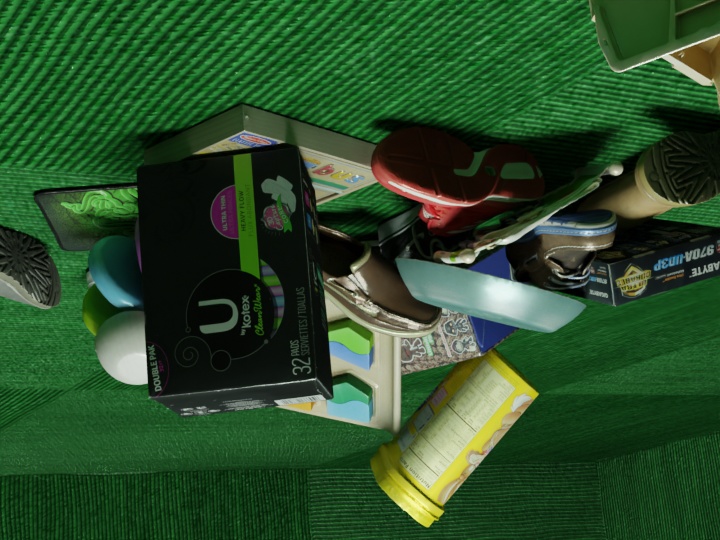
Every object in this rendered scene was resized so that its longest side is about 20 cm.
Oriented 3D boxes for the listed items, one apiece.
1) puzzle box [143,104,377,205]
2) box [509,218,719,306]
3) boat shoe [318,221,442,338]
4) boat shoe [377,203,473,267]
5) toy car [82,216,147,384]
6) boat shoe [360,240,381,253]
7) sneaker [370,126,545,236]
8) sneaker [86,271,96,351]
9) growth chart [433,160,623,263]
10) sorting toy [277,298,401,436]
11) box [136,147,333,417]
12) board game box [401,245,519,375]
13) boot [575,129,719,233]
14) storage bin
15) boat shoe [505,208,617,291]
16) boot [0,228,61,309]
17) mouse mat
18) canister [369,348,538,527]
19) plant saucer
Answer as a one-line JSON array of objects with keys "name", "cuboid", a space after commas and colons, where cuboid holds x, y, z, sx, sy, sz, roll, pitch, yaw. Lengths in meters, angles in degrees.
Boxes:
[{"name": "puzzle box", "cuboid": [-0.079, -0.097, 1.232, 0.132, 0.026, 0.199, -19, 160, 39]}, {"name": "box", "cuboid": [0.272, -0.016, 1.432, 0.157, 0.047, 0.199, -14, -167, -23]}, {"name": "boat shoe", "cuboid": [-0.002, 0.005, 1.426, 0.200, 0.075, 0.075, 25, 153, -2]}, {"name": "boat shoe", "cuboid": [0.081, -0.037, 1.432, 0.073, 0.069, 0.198, 5, 162, -35]}, {"name": "toy car", "cuboid": [-0.185, 0.008, 1.359, 0.197, 0.176, 0.151, -5, 131, 0]}, {"name": "boat shoe", "cuboid": [-0.029, 0.009, 1.579, 0.197, 0.061, 0.074, -12, 163, 24]}, {"name": "sneaker", "cuboid": [0.070, -0.067, 1.266, 0.198, 0.079, 0.115, 7, 149, -37]}, {"name": "sneaker", "cuboid": [-0.211, 0.050, 1.562, 0.197, 0.117, 0.074, -6, 164, -5]}, {"name": "growth chart", "cuboid": [0.158, -0.053, 1.293, 0.198, 0.018, 0.145, -30, -175, -14]}, {"name": "sorting toy", "cuboid": [-0.047, 0.103, 1.558, 0.197, 0.037, 0.187, 14, 130, 18]}, {"name": "box", "cuboid": [-0.107, 0.013, 1.187, 0.146, 0.203, 0.124, -7, 166, 4]}, {"name": "board game box", "cuboid": [0.081, 0.051, 1.600, 0.198, 0.098, 0.159, -17, -174, 36]}, {"name": "boot", "cuboid": [0.275, -0.074, 1.322, 0.173, 0.067, 0.199, -14, 172, -34]}, {"name": "storage bin", "cuboid": [0.286, -0.178, 0.931, 0.197, 0.095, 0.199, -17, 162, 36]}, {"name": "boat shoe", "cuboid": [0.198, -0.018, 1.327, 0.071, 0.074, 0.200, -8, -179, -13]}, {"name": "boot", "cuboid": [-0.436, 0.011, 1.413, 0.198, 0.073, 0.182, -19, 147, 21]}, {"name": "mouse mat", "cuboid": [-0.237, -0.052, 1.381, 0.158, 0.008, 0.200, -5, 164, -4]}, {"name": "canister", "cuboid": [0.109, 0.183, 1.583, 0.086, 0.201, 0.149, 40, -177, -8]}, {"name": "plant saucer", "cuboid": [0.126, 0.028, 1.367, 0.197, 0.037, 0.200, 14, 176, 1]}]
